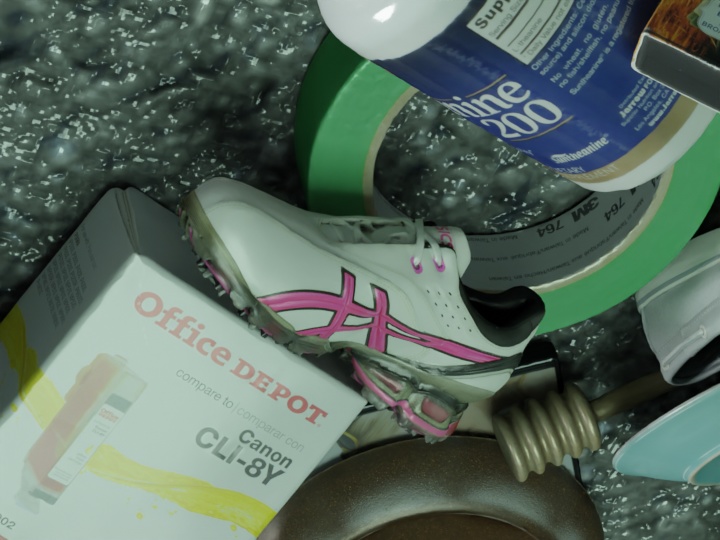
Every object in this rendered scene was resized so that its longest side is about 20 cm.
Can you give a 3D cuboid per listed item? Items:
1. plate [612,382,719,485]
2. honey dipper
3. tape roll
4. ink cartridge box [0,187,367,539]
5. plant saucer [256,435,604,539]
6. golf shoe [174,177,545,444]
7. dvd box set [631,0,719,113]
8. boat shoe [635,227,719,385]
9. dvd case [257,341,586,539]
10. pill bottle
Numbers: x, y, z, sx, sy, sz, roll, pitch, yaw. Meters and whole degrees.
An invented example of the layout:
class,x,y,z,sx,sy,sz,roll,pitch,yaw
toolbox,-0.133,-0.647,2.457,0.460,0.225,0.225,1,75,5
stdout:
class,x,y,z,sx,sy,sz,roll,pitch,yaw
plate,0.222,0.070,1.348,0.200,0.026,0.200,-19,163,-6
honey dipper,0.164,0.052,1.372,0.200,0.038,0.038,-23,128,-4
tape roll,0.070,-0.060,1.274,0.200,0.048,0.201,-6,128,-7
ink cartridge box,-0.116,0.083,1.291,0.145,0.083,0.200,34,103,-25
plant saucer,0.034,0.171,1.431,0.200,0.032,0.200,-6,128,-7
golf shoe,0.000,0.000,1.235,0.092,0.073,0.200,-45,133,14
dvd box set,0.219,-0.128,1.107,0.146,0.200,0.029,28,152,10
boat shoe,0.202,0.005,1.280,0.072,0.069,0.200,2,161,-40
dvd case,0.016,0.117,1.416,0.200,0.018,0.143,-14,129,0
pill bottle,0.053,-0.121,1.119,0.200,0.111,0.111,29,117,-31
